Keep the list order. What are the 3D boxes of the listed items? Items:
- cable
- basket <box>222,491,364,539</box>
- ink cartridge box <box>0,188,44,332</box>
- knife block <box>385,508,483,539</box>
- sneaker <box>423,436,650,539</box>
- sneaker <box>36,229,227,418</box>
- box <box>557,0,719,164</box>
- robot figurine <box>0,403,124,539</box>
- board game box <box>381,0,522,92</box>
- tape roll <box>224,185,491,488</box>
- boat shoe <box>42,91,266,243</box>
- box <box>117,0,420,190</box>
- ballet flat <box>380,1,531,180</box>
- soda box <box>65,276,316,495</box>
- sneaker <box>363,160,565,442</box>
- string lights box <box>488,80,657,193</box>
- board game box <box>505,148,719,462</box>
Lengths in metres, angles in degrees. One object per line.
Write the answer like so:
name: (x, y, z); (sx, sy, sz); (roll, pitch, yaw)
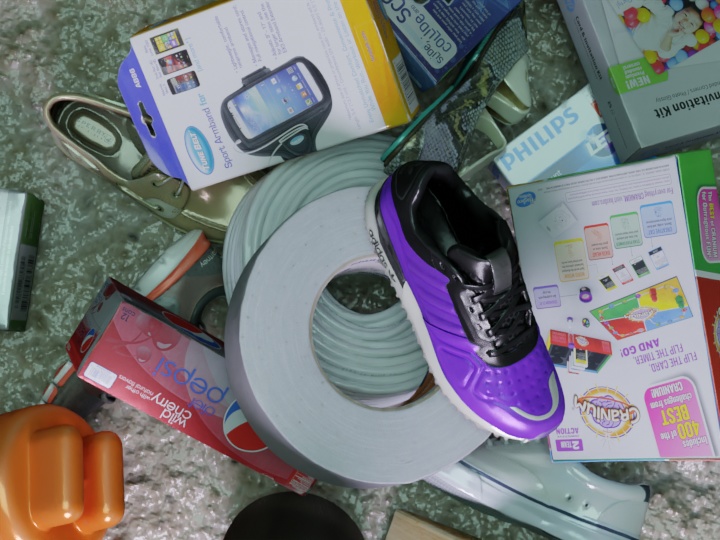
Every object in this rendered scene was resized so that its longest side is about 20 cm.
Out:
cable: (0.000, 0.000, 1.121); (0.198, 0.069, 0.202); (-3, 80, -16)
basket: (-0.056, 0.248, 1.051); (0.135, 0.200, 0.182); (19, 108, -2)
ink cartridge box: (-0.348, -0.018, 1.161); (0.198, 0.059, 0.105); (8, 87, 2)
knife block: (0.106, 0.236, 1.070); (0.198, 0.176, 0.065); (21, 86, 3)
sneaker: (0.120, 0.151, 1.135); (0.198, 0.073, 0.071); (24, 78, -6)
sneaker: (-0.164, 0.065, 1.144); (0.082, 0.077, 0.200); (43, 93, -7)
box: (0.228, -0.194, 1.130); (0.154, 0.041, 0.202); (-16, 80, -17)
robot figurine: (-0.257, 0.161, 1.090); (0.199, 0.144, 0.117); (-18, 107, 34)
board game box: (0.028, -0.247, 1.082); (0.135, 0.034, 0.200); (-43, 98, -13)
tape roll: (0.009, 0.046, 1.046); (0.198, 0.066, 0.203); (2, 80, -13)
boat shoe: (-0.149, -0.078, 1.155); (0.199, 0.065, 0.073); (28, 88, 4)
box: (-0.070, -0.135, 1.074); (0.198, 0.042, 0.120); (-14, 107, 22)
ballet flat: (0.086, -0.120, 1.122); (0.072, 0.072, 0.201); (34, 55, 4)
soda box: (-0.109, 0.085, 1.101); (0.199, 0.070, 0.064); (32, 92, -22)
sneaker: (0.075, 0.017, 0.978); (0.069, 0.099, 0.201); (-31, 87, -26)
string lights box: (0.193, -0.030, 1.143); (0.102, 0.059, 0.201); (-36, 86, 1)
board game box: (0.183, 0.029, 1.050); (0.040, 0.152, 0.202); (-10, 92, -43)
